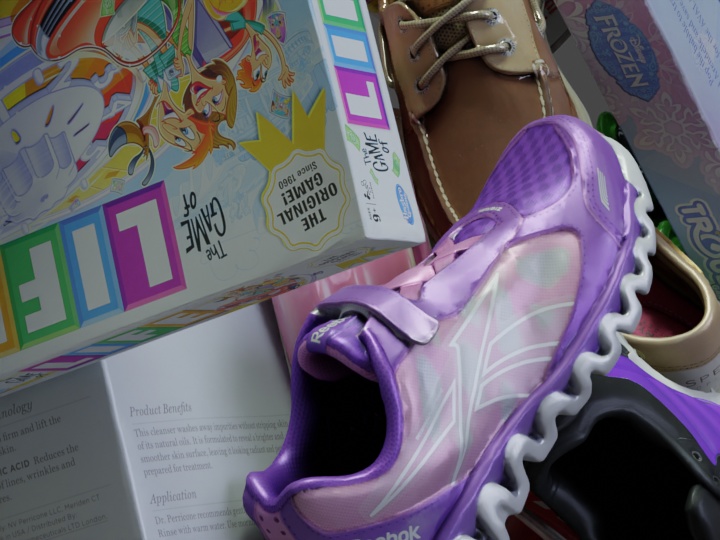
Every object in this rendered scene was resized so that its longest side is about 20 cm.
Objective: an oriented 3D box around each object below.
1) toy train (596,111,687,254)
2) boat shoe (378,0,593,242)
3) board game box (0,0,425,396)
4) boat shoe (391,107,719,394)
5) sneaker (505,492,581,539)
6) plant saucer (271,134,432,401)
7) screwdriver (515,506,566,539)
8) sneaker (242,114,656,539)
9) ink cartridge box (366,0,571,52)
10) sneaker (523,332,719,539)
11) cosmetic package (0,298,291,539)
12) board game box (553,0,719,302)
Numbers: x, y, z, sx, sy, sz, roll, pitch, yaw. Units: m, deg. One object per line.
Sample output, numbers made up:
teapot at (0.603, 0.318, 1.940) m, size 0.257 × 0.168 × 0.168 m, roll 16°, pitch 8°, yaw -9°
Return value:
toy train at (0.124, 0.017, 1.149) m, size 0.056 × 0.042 × 0.201 m, roll 40°, pitch 45°, yaw -47°
boat shoe at (0.038, -0.083, 1.041) m, size 0.072 × 0.075 × 0.201 m, roll 53°, pitch 19°, yaw -46°
board game box at (-0.086, -0.043, 0.827) m, size 0.034 × 0.199 × 0.135 m, roll 3°, pitch 70°, yaw -59°
boat shoe at (0.069, -0.016, 1.100) m, size 0.074 × 0.199 × 0.069 m, roll -50°, pitch 155°, yaw -18°
sneaker at (0.033, 0.136, 1.031) m, size 0.116 × 0.199 × 0.079 m, roll -131°, pitch -132°, yaw -64°
plant saucer at (0.000, 0.000, 1.022) m, size 0.201 × 0.050 × 0.202 m, roll -16°, pitch 90°, yaw -85°
screwdriver at (0.047, 0.084, 1.043) m, size 0.200 × 0.029 × 0.028 m, roll -134°, pitch -148°, yaw -71°
sneaker at (0.025, 0.026, 0.903) m, size 0.088 × 0.080 × 0.201 m, roll 39°, pitch 67°, yaw -28°
ink cartridge box at (0.035, -0.181, 1.156) m, size 0.200 × 0.145 × 0.084 m, roll 33°, pitch 16°, yaw -48°
sneaker at (0.120, 0.085, 1.018) m, size 0.199 × 0.070 × 0.100 m, roll 27°, pitch 25°, yaw -30°
cosmetic package at (-0.091, 0.006, 0.914) m, size 0.113 × 0.081 × 0.201 m, roll 5°, pitch 68°, yaw -59°
board game box at (0.161, -0.111, 1.153) m, size 0.200 × 0.043 × 0.200 m, roll 59°, pitch 40°, yaw -34°
